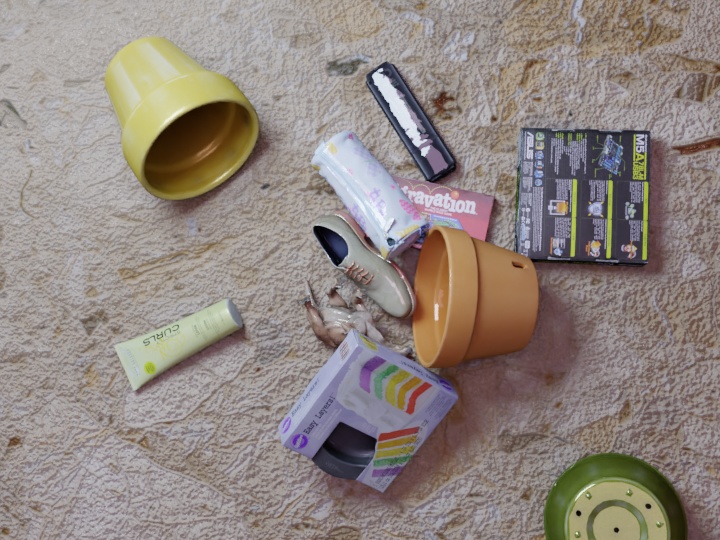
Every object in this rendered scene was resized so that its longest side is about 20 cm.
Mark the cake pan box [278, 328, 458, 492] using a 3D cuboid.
[{"bbox_3d":[0.008,0.204,1.266,0.184,0.052,0.200,32,106,-21],"label":"cake pan box"}]

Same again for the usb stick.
[{"bbox_3d":[0.077,-0.227,1.370,0.055,0.033,0.200,-33,83,9],"label":"usb stick"}]

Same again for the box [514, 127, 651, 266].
[{"bbox_3d":[0.329,-0.110,1.327,0.192,0.048,0.201,2,84,4],"label":"box"}]

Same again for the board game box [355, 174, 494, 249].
[{"bbox_3d":[0.096,-0.083,1.361,0.199,0.019,0.103,12,85,7],"label":"board game box"}]

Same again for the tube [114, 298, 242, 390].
[{"bbox_3d":[-0.278,0.109,1.369,0.199,0.052,0.058,-26,42,8],"label":"tube"}]

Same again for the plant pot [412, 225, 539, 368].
[{"bbox_3d":[0.164,0.042,1.266,0.139,0.200,0.201,5,85,-10],"label":"plant pot"}]

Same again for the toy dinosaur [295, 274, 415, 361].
[{"bbox_3d":[-0.025,0.090,1.331,0.200,0.136,0.086,26,55,30],"label":"toy dinosaur"}]

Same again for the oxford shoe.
[{"bbox_3d":[0.000,0.000,1.326,0.200,0.074,0.071,46,120,12],"label":"oxford shoe"}]

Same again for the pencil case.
[{"bbox_3d":[0.012,-0.110,1.317,0.200,0.091,0.083,53,131,12],"label":"pencil case"}]

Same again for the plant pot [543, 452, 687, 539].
[{"bbox_3d":[0.341,0.343,1.191,0.199,0.193,0.201,-3,76,14],"label":"plant pot"}]

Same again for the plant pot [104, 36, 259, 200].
[{"bbox_3d":[-0.283,-0.239,1.336,0.201,0.201,0.189,-40,66,1],"label":"plant pot"}]
